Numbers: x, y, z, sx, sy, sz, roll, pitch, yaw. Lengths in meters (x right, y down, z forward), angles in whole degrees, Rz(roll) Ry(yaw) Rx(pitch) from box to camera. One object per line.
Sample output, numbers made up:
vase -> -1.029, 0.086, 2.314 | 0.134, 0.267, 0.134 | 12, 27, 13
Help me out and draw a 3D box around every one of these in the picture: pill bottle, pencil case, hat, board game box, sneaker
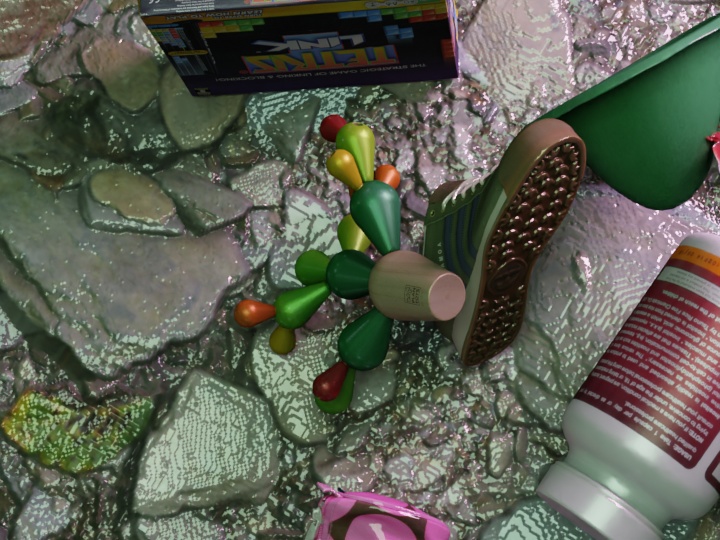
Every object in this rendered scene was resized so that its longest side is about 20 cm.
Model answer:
pill bottle -> 0.203, 0.085, 1.087 | 0.113, 0.113, 0.200 | 35, 84, 13
pencil case -> -0.017, 0.242, 1.096 | 0.093, 0.091, 0.201 | 24, 78, -24
hat -> 0.214, -0.055, 1.101 | 0.165, 0.200, 0.176 | -28, 92, 40
board game box -> -0.036, -0.174, 1.145 | 0.199, 0.165, 0.057 | -3, 76, 7
sneaker -> 0.077, -0.034, 1.102 | 0.067, 0.201, 0.090 | -18, 52, -31

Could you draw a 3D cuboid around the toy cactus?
toy cactus -> 0.000, 0.000, 1.115 | 0.165, 0.102, 0.201 | 13, 90, 53
